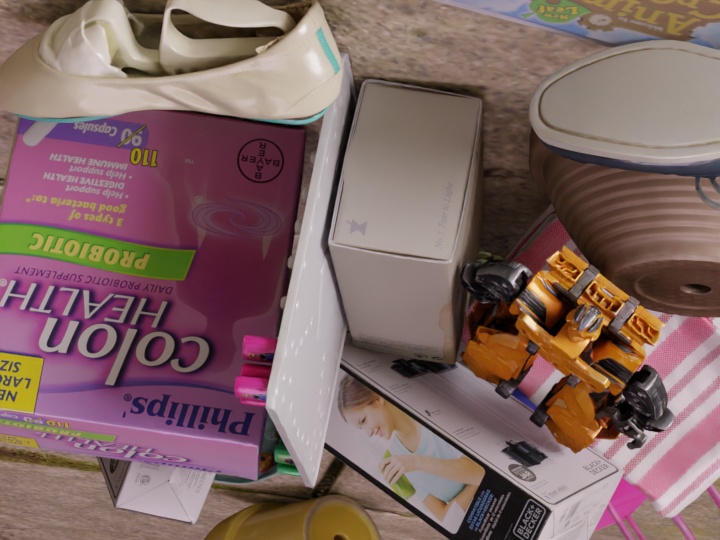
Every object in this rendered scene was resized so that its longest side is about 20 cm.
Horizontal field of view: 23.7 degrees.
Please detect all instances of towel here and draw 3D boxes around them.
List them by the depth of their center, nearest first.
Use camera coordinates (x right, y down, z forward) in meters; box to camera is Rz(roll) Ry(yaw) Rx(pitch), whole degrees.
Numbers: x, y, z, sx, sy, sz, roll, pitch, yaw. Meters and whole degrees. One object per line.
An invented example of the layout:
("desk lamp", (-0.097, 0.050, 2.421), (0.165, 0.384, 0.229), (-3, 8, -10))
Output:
("towel", (0.167, 0.058, 1.100), (0.200, 0.030, 0.147), (41, 128, 4))

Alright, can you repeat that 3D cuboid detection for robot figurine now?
("robot figurine", (0.118, 0.046, 1.004), (0.145, 0.058, 0.200), (38, 164, 6))

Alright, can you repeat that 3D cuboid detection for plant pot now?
("plant pot", (0.190, -0.033, 0.962), (0.199, 0.093, 0.201), (7, 161, 3))
("plant pot", (-0.074, 0.370, 2.136), (0.200, 0.202, 0.189), (20, 142, -33))

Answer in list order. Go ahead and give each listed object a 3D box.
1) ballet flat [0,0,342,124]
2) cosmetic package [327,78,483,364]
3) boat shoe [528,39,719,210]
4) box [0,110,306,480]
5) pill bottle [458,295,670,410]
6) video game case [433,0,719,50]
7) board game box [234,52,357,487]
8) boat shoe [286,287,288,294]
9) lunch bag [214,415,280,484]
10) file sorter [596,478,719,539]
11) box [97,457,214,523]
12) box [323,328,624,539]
("ballet flat", (-0.107, -0.117, 0.894), (0.198, 0.070, 0.070), (1, 161, 13))
("cosmetic package", (0.031, -0.023, 1.031), (0.072, 0.104, 0.200), (10, 163, 7))
("boat shoe", (0.181, -0.071, 0.816), (0.198, 0.075, 0.062), (-7, 148, 11))
("box", (-0.133, 0.009, 1.043), (0.174, 0.202, 0.097), (9, 162, -1))
("pill bottle", (0.141, 0.052, 1.199), (0.199, 0.113, 0.112), (-5, 158, 31))
("video game case", (0.122, -0.148, 0.757), (0.198, 0.022, 0.182), (12, 161, -14))
("board game box", (-0.029, 0.005, 0.985), (0.026, 0.202, 0.200), (9, 162, 7))
("boat shoe", (-0.035, 0.051, 1.357), (0.075, 0.072, 0.200), (-5, 170, 5))
("lunch bag", (-0.137, 0.111, 1.427), (0.198, 0.123, 0.170), (16, 176, -8))
("file sorter", (0.258, 0.203, 1.389), (0.138, 0.126, 0.200), (-11, 148, -43))
("box", (-0.146, 0.076, 1.217), (0.060, 0.117, 0.200), (16, -165, -25))
("box", (0.058, 0.111, 1.116), (0.199, 0.060, 0.116), (34, -158, 23))
